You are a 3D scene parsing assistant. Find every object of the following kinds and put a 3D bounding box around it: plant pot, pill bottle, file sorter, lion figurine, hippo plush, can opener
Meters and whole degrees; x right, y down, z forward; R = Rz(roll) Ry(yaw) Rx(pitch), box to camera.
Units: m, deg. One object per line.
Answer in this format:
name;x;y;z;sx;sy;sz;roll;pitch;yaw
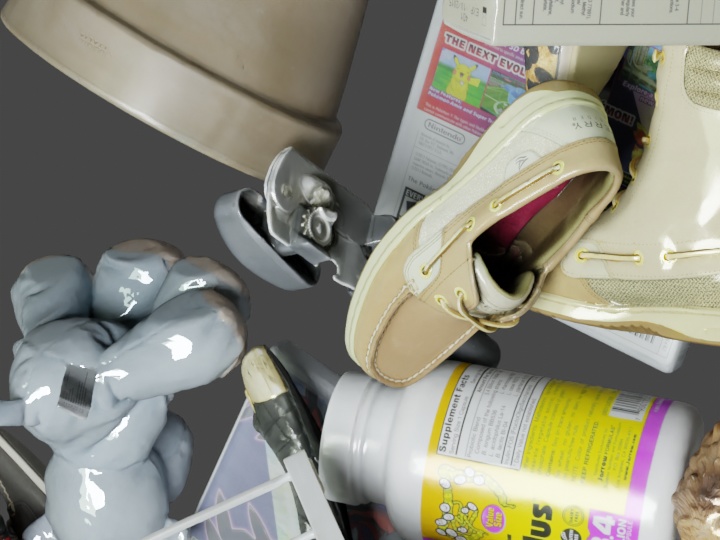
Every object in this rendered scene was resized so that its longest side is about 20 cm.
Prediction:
plant pot;-0.072;-0.167;1.419;0.199;0.200;0.174;32;100;19
pill bottle;0.082;0.107;1.415;0.198;0.104;0.105;10;107;16
file sorter;-0.037;0.229;1.377;0.124;0.139;0.201;-23;131;-4
lion figurine;0.244;0.069;1.322;0.073;0.122;0.200;49;119;10
hippo plush;-0.131;0.092;1.523;0.158;0.200;0.162;-5;119;11
can opener;0.000;0.000;1.413;0.067;0.200;0.054;-12;56;35

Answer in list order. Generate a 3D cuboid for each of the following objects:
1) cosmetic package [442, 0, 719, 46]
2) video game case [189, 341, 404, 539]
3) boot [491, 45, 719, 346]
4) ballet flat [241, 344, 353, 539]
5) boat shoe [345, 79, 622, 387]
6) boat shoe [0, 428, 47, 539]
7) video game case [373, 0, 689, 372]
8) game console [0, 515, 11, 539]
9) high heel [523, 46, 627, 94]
cosmetic package;0.146;-0.165;1.280;0.071;0.198;0.106;-143;55;-66
video game case;-0.006;0.170;1.538;0.199;0.023;0.183;34;116;19
boot;0.151;-0.047;1.352;0.199;0.073;0.157;10;100;40
ballet flat;-0.035;0.141;1.483;0.056;0.066;0.201;-16;98;2
boat shoe;0.062;-0.006;1.336;0.200;0.074;0.067;-54;41;28
boat shoe;-0.180;0.185;1.616;0.057;0.067;0.200;-43;80;-1
video game case;0.115;-0.066;1.422;0.199;0.023;0.183;27;114;23
game console;-0.268;0.191;1.585;0.118;0.200;0.174;-20;94;-10
high heel;0.081;-0.172;1.376;0.142;0.071;0.202;18;97;34
